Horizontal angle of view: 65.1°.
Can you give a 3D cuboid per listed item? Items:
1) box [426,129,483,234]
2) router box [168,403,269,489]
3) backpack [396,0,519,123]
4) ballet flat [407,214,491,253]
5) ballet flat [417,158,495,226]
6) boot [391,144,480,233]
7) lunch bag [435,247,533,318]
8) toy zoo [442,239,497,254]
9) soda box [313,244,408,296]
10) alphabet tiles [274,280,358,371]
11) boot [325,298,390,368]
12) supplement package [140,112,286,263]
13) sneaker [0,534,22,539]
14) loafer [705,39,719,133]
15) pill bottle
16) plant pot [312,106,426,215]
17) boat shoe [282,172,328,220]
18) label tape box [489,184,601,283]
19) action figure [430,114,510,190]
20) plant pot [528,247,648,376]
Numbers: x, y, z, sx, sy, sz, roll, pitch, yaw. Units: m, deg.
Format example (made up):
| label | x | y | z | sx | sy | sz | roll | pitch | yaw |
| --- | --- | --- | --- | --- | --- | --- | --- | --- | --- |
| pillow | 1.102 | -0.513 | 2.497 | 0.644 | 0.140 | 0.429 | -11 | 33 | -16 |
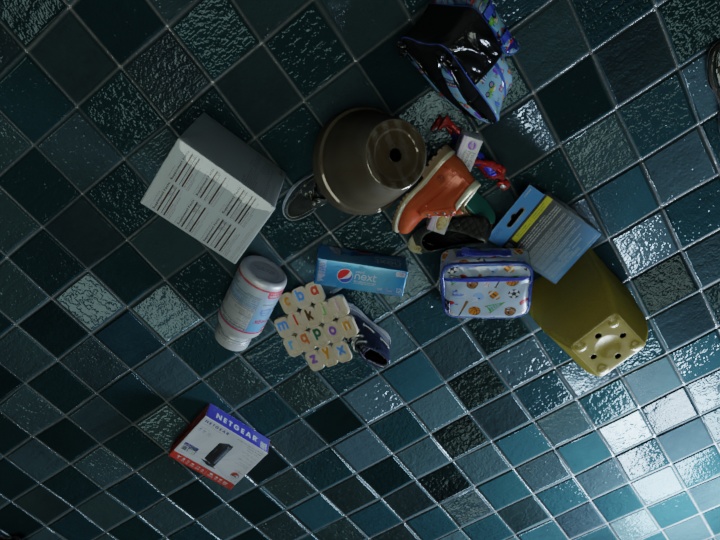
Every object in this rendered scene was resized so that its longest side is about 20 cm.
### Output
| label | x | y | z | sx | sy | sz | roll | pitch | yaw |
| --- | --- | --- | --- | --- | --- | --- | --- | --- | --- |
| box | 0.178 | -0.167 | 1.085 | 0.041 | 0.039 | 0.202 | 16 | 119 | -6 |
| router box | -0.371 | 0.466 | 1.485 | 0.199 | 0.049 | 0.180 | 37 | 112 | -18 |
| backpack | 0.188 | -0.360 | 0.978 | 0.135 | 0.183 | 0.199 | -49 | 124 | 5 |
| ballet flat | 0.177 | -0.068 | 1.168 | 0.198 | 0.057 | 0.066 | -14 | 134 | 39 |
| ballet flat | 0.193 | -0.151 | 1.161 | 0.199 | 0.071 | 0.065 | 40 | 139 | -17 |
| boot | 0.137 | -0.122 | 1.055 | 0.107 | 0.075 | 0.201 | 43 | 129 | 7 |
| lunch bag | 0.255 | 0.024 | 1.171 | 0.196 | 0.076 | 0.162 | -1 | 131 | 8 |
| toy zoo | 0.247 | 0.015 | 1.228 | 0.129 | 0.021 | 0.202 | -1 | 133 | 10 |
| soda box | 0.000 | 0.000 | 1.227 | 0.196 | 0.068 | 0.065 | 9 | 118 | -6 |
| alphabet tiles | -0.102 | 0.128 | 1.284 | 0.198 | 0.015 | 0.198 | -21 | 99 | 28 |
| boot | -0.008 | 0.143 | 1.292 | 0.198 | 0.091 | 0.073 | 32 | 114 | -17 |
| supplement package | -0.268 | -0.159 | 1.067 | 0.199 | 0.192 | 0.147 | 35 | 112 | -17 |
| sneaker | -1.015 | 0.840 | 1.666 | 0.199 | 0.070 | 0.100 | 34 | 111 | -18 |
| loafer | 0.708 | -0.334 | 1.060 | 0.071 | 0.063 | 0.202 | -24 | 116 | 12 |
| pill bottle | -0.248 | 0.077 | 1.242 | 0.107 | 0.109 | 0.202 | 24 | 116 | -14 |
| plant pot | 0.029 | -0.200 | 1.017 | 0.196 | 0.173 | 0.204 | -3 | 98 | -21 |
| boat shoe | -0.084 | -0.166 | 1.142 | 0.199 | 0.057 | 0.069 | -37 | 113 | 17 |
| label tape box | 0.378 | -0.085 | 1.189 | 0.198 | 0.064 | 0.145 | 31 | 115 | -15 |
| action figure | 0.223 | -0.225 | 1.113 | 0.199 | 0.065 | 0.052 | 34 | 89 | -16 |
| plant pot | 0.497 | 0.107 | 1.219 | 0.195 | 0.201 | 0.194 | 40 | 111 | -21 |
